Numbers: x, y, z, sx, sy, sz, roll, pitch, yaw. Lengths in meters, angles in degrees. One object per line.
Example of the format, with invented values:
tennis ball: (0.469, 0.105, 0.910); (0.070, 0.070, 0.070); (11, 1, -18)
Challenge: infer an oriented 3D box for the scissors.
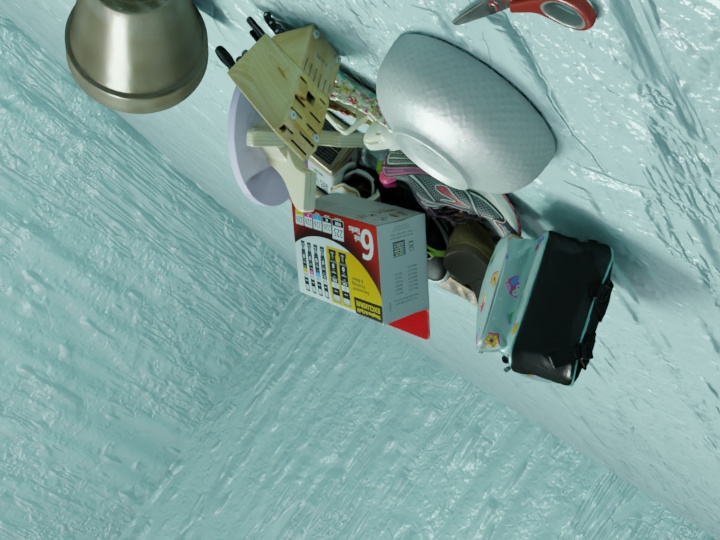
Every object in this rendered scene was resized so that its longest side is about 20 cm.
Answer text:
scissors: (0.106, -0.213, 0.771); (0.073, 0.014, 0.200); (38, 175, -30)

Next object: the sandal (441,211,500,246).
sandal: (0.156, -0.047, 1.378); (0.081, 0.055, 0.200); (-7, 139, 41)

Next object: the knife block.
knife block: (-0.116, -0.219, 1.199); (0.174, 0.202, 0.064); (-7, 147, 35)

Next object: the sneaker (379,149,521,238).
sneaker: (0.117, -0.092, 1.275); (0.199, 0.075, 0.081); (34, 172, 10)

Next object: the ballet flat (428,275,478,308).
ballet flat: (0.167, 0.010, 1.470); (0.199, 0.068, 0.067); (32, 137, -2)

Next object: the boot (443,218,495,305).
boot: (0.181, 0.008, 1.338); (0.073, 0.076, 0.200); (-17, 132, 31)

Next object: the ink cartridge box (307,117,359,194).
ink cartridge box: (-0.085, -0.202, 1.555); (0.164, 0.075, 0.200); (37, 173, 5)

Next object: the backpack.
backpack: (0.218, 0.042, 1.206); (0.152, 0.178, 0.200); (14, 179, 14)

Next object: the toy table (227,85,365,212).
toy table: (-0.096, -0.181, 1.333); (0.117, 0.183, 0.202); (15, 117, 50)

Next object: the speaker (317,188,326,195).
speaker: (0.007, -0.105, 1.722); (0.199, 0.081, 0.081); (34, 173, 25)

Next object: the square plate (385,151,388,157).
square plate: (0.053, -0.053, 1.509); (0.028, 0.200, 0.200); (1, 167, 7)

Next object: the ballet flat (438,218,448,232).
ballet flat: (0.108, -0.069, 1.506); (0.072, 0.072, 0.200); (36, 174, -3)

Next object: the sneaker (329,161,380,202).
sneaker: (0.005, -0.125, 1.517); (0.078, 0.080, 0.200); (27, -150, 4)

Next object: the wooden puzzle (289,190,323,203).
wooden puzzle: (-0.045, -0.073, 1.684); (0.199, 0.046, 0.185); (32, 168, 29)

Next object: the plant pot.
plant pot: (-0.298, -0.339, 1.332); (0.199, 0.201, 0.174); (35, 156, 5)

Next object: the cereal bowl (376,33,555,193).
cereal bowl: (0.093, -0.143, 1.016); (0.199, 0.084, 0.200); (36, 174, 4)

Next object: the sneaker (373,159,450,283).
sneaker: (0.063, -0.063, 1.387); (0.071, 0.083, 0.201); (-8, 113, 41)

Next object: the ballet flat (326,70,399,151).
ballet flat: (0.009, -0.186, 1.230); (0.199, 0.064, 0.076); (33, 174, 23)

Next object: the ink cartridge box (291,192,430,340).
ink cartridge box: (0.000, 0.000, 1.350); (0.199, 0.083, 0.177); (18, 118, 52)
